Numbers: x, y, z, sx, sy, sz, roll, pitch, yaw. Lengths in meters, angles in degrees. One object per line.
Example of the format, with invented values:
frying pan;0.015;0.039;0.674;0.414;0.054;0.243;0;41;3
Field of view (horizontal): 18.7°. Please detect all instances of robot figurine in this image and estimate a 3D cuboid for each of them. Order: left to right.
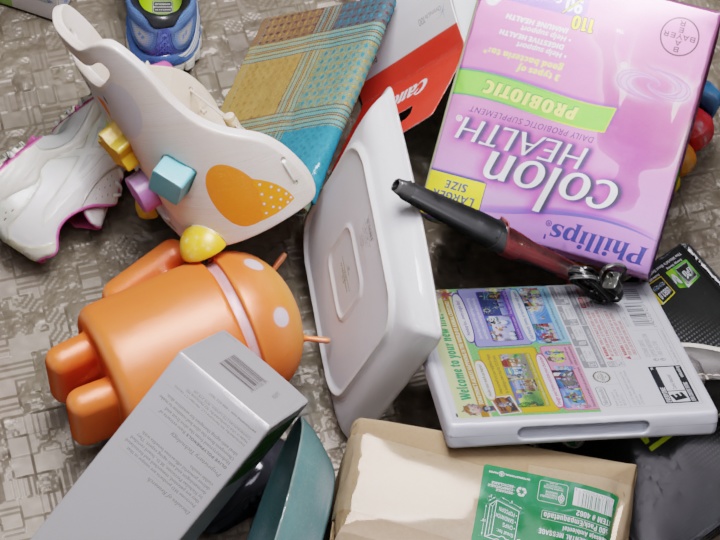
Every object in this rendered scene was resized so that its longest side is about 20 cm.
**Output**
robot figurine;-0.128;0.055;1.601;0.200;0.117;0.144;-22;25;-14

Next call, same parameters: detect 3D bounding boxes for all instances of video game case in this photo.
video game case;0.135;0.062;1.527;0.182;0.022;0.200;-2;26;-7

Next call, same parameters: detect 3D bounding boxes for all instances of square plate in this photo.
square plate;0.000;0.000;1.592;0.028;0.198;0.200;-2;64;-20

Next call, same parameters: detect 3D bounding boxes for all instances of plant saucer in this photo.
plant saucer;-0.057;0.200;1.495;0.036;0.200;0.200;19;64;-5

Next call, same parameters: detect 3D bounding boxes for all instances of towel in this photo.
towel;-0.057;-0.123;1.697;0.147;0.022;0.200;-3;53;42

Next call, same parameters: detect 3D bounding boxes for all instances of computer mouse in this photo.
computer mouse;-0.133;0.178;1.588;0.200;0.034;0.059;-33;72;-17

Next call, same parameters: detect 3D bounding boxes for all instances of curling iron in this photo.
curling iron;0.107;-0.024;1.536;0.200;0.050;0.026;25;69;-23

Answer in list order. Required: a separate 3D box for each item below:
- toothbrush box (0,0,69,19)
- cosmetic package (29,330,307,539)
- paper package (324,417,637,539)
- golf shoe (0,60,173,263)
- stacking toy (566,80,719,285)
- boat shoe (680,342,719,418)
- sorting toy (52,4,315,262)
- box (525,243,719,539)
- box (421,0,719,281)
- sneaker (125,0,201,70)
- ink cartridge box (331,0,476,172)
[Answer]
toothbrush box;-0.319;-0.295;1.736;0.200;0.146;0.086;19;64;5
cosmetic package;-0.137;0.145;1.492;0.085;0.108;0.200;39;105;6
paper package;0.073;0.192;1.511;0.200;0.191;0.104;11;64;-1
golf shoe;-0.209;-0.085;1.696;0.200;0.075;0.092;-40;96;-22
stacking toy;0.202;-0.061;1.702;0.110;0.116;0.200;19;76;3
boat shoe;0.196;0.087;1.588;0.200;0.067;0.057;7;48;8
sorting toy;-0.153;-0.116;1.597;0.107;0.180;0.200;-42;32;-6
box;0.229;0.106;1.645;0.200;0.048;0.193;-32;68;-17
box;0.156;-0.111;1.623;0.176;0.097;0.200;16;90;8
sneaker;-0.161;-0.261;1.763;0.079;0.089;0.200;-7;65;-9
ink cartridge box;0.034;-0.187;1.704;0.047;0.160;0.200;33;63;-19
